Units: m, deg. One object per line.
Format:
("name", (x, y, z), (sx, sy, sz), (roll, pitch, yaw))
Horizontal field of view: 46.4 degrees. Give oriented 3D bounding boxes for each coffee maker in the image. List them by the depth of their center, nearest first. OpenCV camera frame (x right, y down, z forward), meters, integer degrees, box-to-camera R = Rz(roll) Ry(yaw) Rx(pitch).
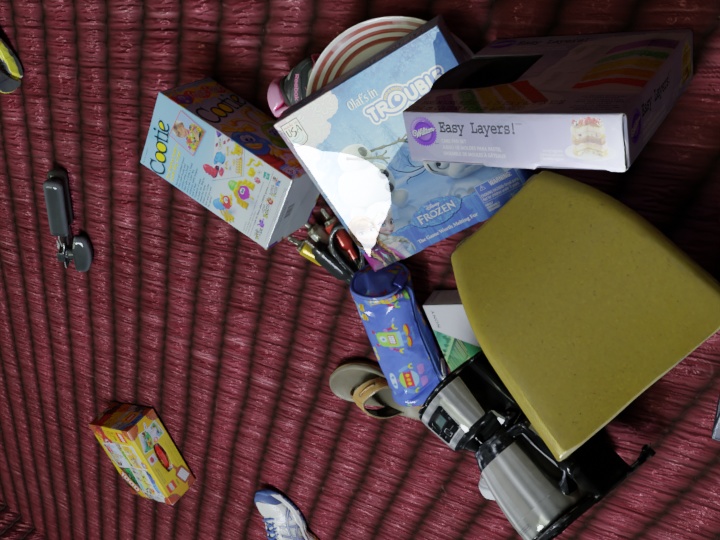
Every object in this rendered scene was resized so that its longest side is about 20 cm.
("coffee maker", (0.191, 0.185, 0.945), (0.200, 0.191, 0.135), (51, 124, 22))

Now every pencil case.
("pencil case", (0.053, 0.083, 1.065), (0.086, 0.078, 0.201), (-3, 126, 29))

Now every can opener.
("can opener", (-0.499, -0.084, 1.436), (0.066, 0.053, 0.201), (1, 135, -4))

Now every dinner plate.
("dinner plate", (0.041, -0.167, 0.879), (0.198, 0.024, 0.202), (7, 123, 10))

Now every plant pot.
("plant pot", (0.194, 0.023, 0.781), (0.195, 0.194, 0.200), (-44, 78, 10))

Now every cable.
("cable", (0.000, 0.000, 1.098), (0.200, 0.050, 0.097), (43, 124, -17))

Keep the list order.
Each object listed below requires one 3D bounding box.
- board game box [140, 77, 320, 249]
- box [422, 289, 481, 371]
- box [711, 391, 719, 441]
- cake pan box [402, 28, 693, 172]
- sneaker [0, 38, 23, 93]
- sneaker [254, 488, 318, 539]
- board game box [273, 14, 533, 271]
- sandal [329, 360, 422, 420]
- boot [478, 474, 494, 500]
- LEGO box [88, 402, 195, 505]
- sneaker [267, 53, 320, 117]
("board game box", (-0.151, -0.135, 1.029), (0.199, 0.103, 0.105), (34, 124, 12))
("box", (0.183, 0.089, 1.004), (0.199, 0.036, 0.145), (-3, 121, 43))
("box", (0.368, 0.015, 0.652), (0.122, 0.200, 0.200), (16, 133, 21))
("cake pan box", (0.158, -0.147, 0.710), (0.199, 0.184, 0.053), (8, 125, 36))
("sneaker", (-0.586, -0.355, 1.248), (0.084, 0.074, 0.201), (7, 127, 37))
("sneaker", (-0.144, 0.509, 1.601), (0.201, 0.088, 0.075), (53, 141, -8))
("board game box", (0.047, -0.122, 0.866), (0.199, 0.043, 0.200), (-26, 111, 25))
("sandal", (0.032, 0.183, 1.197), (0.199, 0.054, 0.081), (14, 131, 32))
("boot", (0.216, 0.229, 1.080), (0.199, 0.074, 0.096), (-27, 98, 40))
("LEGO box", (-0.458, 0.382, 1.766), (0.148, 0.077, 0.201), (-1, 123, 41))
("sneaker", (-0.014, -0.157, 0.942), (0.200, 0.079, 0.095), (48, 129, -5))
